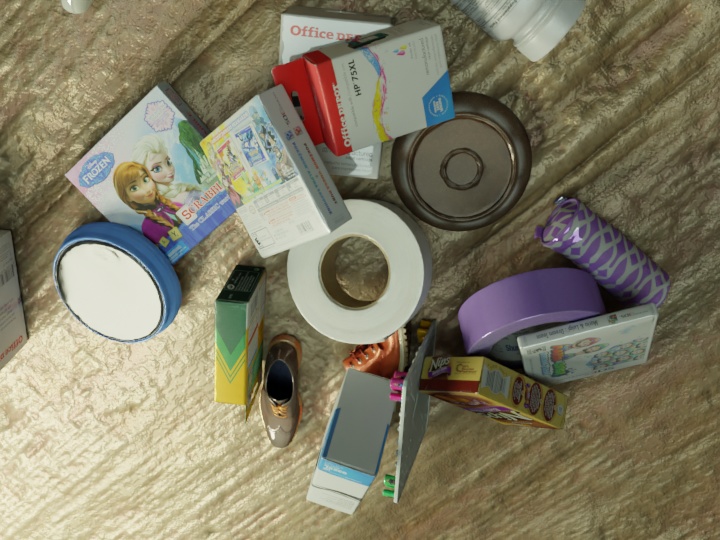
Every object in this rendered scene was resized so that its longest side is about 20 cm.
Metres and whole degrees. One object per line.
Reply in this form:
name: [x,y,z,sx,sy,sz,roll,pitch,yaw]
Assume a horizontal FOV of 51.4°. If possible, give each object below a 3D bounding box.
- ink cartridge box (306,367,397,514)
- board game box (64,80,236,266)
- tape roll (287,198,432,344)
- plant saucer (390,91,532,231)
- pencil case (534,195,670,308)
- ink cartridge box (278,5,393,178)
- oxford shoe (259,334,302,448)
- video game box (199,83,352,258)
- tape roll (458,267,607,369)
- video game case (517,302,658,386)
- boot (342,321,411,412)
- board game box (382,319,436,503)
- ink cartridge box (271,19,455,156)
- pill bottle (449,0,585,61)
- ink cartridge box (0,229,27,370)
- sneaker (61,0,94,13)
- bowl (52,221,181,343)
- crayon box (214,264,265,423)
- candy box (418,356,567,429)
ink cartridge box: [-0.015,0.259,1.117,0.083,0.146,0.201,17,146,0]
board game box: [-0.284,-0.129,1.076,0.200,0.041,0.200,-38,105,17]
tape roll: [0.000,0.000,1.058,0.200,0.071,0.205,1,96,15]
plant saucer: [0.141,-0.145,1.043,0.198,0.032,0.202,2,112,5]
pencil case: [0.341,-0.015,1.054,0.199,0.084,0.085,37,137,-10]
ink cartridge box: [-0.036,-0.235,0.988,0.143,0.084,0.202,5,113,0]
oxford shoe: [-0.131,0.206,1.187,0.071,0.073,0.202,3,113,3]
video game box: [-0.115,-0.119,0.962,0.199,0.047,0.183,-14,109,57]
tape roll: [0.240,0.072,1.045,0.198,0.066,0.201,-8,153,-4]
video game case: [0.317,0.112,1.051,0.180,0.024,0.200,-15,152,9]
boot: [0.026,0.125,1.145,0.106,0.075,0.202,7,114,7]
board game box: [0.074,0.201,1.104,0.026,0.200,0.202,9,114,15]
ink cartridge box: [0.005,-0.215,0.902,0.198,0.067,0.117,-21,119,-9]
pill bottle: [0.168,-0.355,0.907,0.199,0.114,0.114,36,111,-11]
ink cartridge box: [-0.612,0.053,1.121,0.143,0.147,0.202,4,113,3]
sneaker: [-0.308,-0.401,0.946,0.084,0.073,0.201,34,110,-7]
bowl: [-0.368,0.024,1.123,0.199,0.039,0.202,8,124,12]
crayon box: [-0.180,0.109,1.122,0.051,0.126,0.202,5,113,2]
candy box: [0.196,0.179,1.087,0.199,0.057,0.116,25,160,-35]
